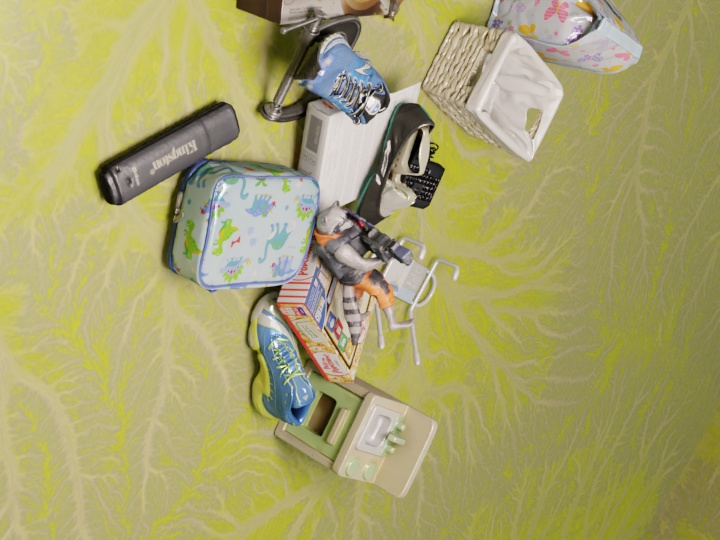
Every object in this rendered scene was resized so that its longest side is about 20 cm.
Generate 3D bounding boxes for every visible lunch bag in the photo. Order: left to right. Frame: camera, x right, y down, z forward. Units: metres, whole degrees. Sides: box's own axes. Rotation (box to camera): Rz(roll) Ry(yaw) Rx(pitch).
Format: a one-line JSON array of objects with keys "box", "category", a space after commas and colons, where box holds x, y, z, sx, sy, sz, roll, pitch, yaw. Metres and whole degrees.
[{"box": [-0.149, -0.056, 1.433, 0.199, 0.082, 0.162, -5, 112, -50], "category": "lunch bag"}, {"box": [0.329, -0.384, 1.742, 0.169, 0.199, 0.128, 11, 102, -52], "category": "lunch bag"}]

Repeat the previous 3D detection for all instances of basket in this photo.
[{"box": [0.202, -0.274, 1.711, 0.200, 0.123, 0.136, 30, 86, -53], "category": "basket"}]

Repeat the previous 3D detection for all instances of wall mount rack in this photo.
[{"box": [0.076, 0.047, 1.775, 0.200, 0.074, 0.175, 28, 88, -53], "category": "wall mount rack"}]

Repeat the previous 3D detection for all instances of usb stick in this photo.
[{"box": [-0.224, -0.141, 1.335, 0.199, 0.032, 0.056, -36, 135, -34], "category": "usb stick"}]

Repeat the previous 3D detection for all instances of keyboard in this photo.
[{"box": [0.071, -0.149, 1.690, 0.199, 0.039, 0.105, 8, 104, -53], "category": "keyboard"}]

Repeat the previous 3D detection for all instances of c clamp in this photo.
[{"box": [-0.072, -0.254, 1.404, 0.170, 0.027, 0.201, -32, 160, -40], "category": "c clamp"}]

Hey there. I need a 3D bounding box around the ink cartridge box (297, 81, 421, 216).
[{"box": [-0.005, -0.178, 1.557, 0.199, 0.050, 0.163, -31, 142, -45], "category": "ink cartridge box"}]

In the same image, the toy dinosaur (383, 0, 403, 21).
[{"box": [0.097, -0.422, 1.570, 0.199, 0.060, 0.107, -36, 159, -27], "category": "toy dinosaur"}]

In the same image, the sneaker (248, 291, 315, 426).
[{"box": [-0.100, 0.131, 1.578, 0.075, 0.105, 0.202, -25, 128, -38], "category": "sneaker"}]

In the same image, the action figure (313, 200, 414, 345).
[{"box": [0.000, 0.000, 1.491, 0.104, 0.200, 0.195, -32, 113, -15], "category": "action figure"}]

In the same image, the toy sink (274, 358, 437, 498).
[{"box": [-0.009, 0.235, 1.670, 0.112, 0.199, 0.131, 26, 90, -54], "category": "toy sink"}]

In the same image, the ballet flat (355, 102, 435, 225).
[{"box": [0.050, -0.134, 1.565, 0.068, 0.068, 0.201, -15, 131, -54], "category": "ballet flat"}]

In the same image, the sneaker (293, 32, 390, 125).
[{"box": [-0.011, -0.234, 1.392, 0.079, 0.089, 0.200, -50, 164, 18], "category": "sneaker"}]

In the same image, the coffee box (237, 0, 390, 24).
[{"box": [-0.050, -0.373, 1.380, 0.199, 0.079, 0.114, -17, 125, -45], "category": "coffee box"}]

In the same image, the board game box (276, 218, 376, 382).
[{"box": [-0.044, 0.044, 1.602, 0.201, 0.046, 0.152, 61, 37, -47], "category": "board game box"}]
